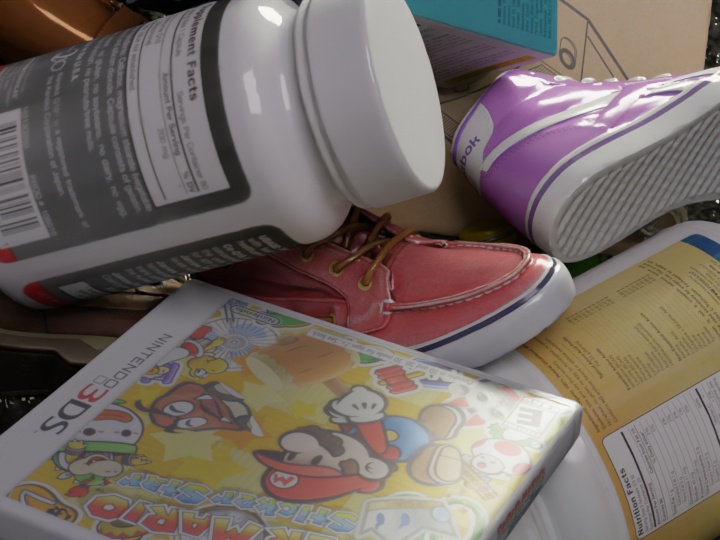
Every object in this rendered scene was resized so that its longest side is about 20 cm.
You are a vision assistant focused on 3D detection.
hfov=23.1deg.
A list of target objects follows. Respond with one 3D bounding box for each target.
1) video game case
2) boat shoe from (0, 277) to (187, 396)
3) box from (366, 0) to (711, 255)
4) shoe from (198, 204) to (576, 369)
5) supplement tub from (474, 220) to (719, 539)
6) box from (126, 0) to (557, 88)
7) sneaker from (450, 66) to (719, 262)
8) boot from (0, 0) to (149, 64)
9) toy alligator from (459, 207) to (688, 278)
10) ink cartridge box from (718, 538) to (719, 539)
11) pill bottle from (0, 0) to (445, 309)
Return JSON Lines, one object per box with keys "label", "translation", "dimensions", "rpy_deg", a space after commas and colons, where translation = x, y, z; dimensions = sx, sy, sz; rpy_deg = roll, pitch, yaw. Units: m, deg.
{"label": "video game case", "translation": [-0.034, 0.077, 0.719], "dimensions": [0.200, 0.023, 0.182], "rpy_deg": [17, 34, 22]}
{"label": "boat shoe", "translation": [-0.177, 0.021, 0.862], "dimensions": [0.200, 0.072, 0.068], "rpy_deg": [12, 58, -17]}
{"label": "box", "translation": [0.082, -0.097, 0.942], "dimensions": [0.200, 0.021, 0.164], "rpy_deg": [7, 93, -2]}
{"label": "shoe", "translation": [0.000, 0.000, 0.826], "dimensions": [0.071, 0.200, 0.091], "rpy_deg": [-48, 116, -42]}
{"label": "supplement tub", "translation": [0.117, 0.077, 0.848], "dimensions": [0.200, 0.145, 0.145], "rpy_deg": [-27, 72, -22]}
{"label": "box", "translation": [-0.005, -0.136, 0.834], "dimensions": [0.200, 0.082, 0.049], "rpy_deg": [10, 76, -38]}
{"label": "sneaker", "translation": [0.138, -0.082, 0.898], "dimensions": [0.200, 0.073, 0.114], "rpy_deg": [-20, 41, -29]}
{"label": "boot", "translation": [-0.143, -0.119, 0.862], "dimensions": [0.155, 0.200, 0.074], "rpy_deg": [36, 92, 15]}
{"label": "toy alligator", "translation": [0.082, 0.004, 0.903], "dimensions": [0.200, 0.054, 0.059], "rpy_deg": [-18, 100, -4]}
{"label": "ink cartridge box", "translation": [0.165, 0.164, 0.813], "dimensions": [0.200, 0.148, 0.076], "rpy_deg": [2, 64, -11]}
{"label": "pill bottle", "translation": [-0.071, -0.058, 0.780], "dimensions": [0.200, 0.114, 0.114], "rpy_deg": [-13, 63, 18]}
